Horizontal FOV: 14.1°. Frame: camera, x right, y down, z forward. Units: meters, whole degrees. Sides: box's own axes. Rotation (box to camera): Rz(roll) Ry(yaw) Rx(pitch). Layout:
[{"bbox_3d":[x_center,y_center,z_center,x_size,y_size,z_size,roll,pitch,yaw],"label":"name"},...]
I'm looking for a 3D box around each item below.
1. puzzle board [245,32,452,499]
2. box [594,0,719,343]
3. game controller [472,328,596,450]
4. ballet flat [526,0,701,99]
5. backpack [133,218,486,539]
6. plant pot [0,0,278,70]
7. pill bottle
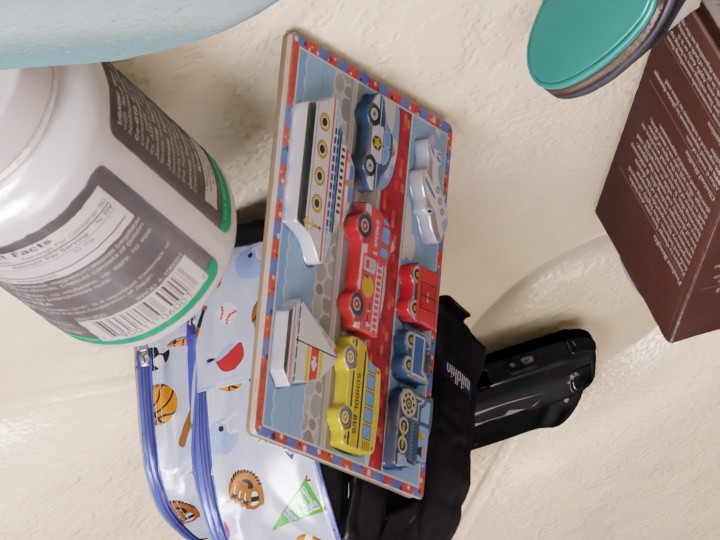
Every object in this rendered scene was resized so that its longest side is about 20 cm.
[{"bbox_3d":[0.000,0.000,1.445,0.017,0.201,0.151,-5,162,32],"label":"puzzle board"},{"bbox_3d":[0.197,-0.062,1.575,0.075,0.100,0.200,-13,147,-22],"label":"box"},{"bbox_3d":[0.048,0.088,1.759,0.199,0.042,0.104,-16,162,-16],"label":"game controller"},{"bbox_3d":[0.154,-0.159,1.432,0.073,0.073,0.200,-2,139,-34],"label":"ballet flat"},{"bbox_3d":[-0.033,0.081,1.530,0.154,0.191,0.200,-20,153,22],"label":"backpack"},{"bbox_3d":[-0.119,-0.176,1.092,0.195,0.197,0.200,-8,154,-29],"label":"plant pot"},{"bbox_3d":[-0.146,-0.049,1.324,0.113,0.113,0.200,-32,148,9],"label":"pill bottle"}]
